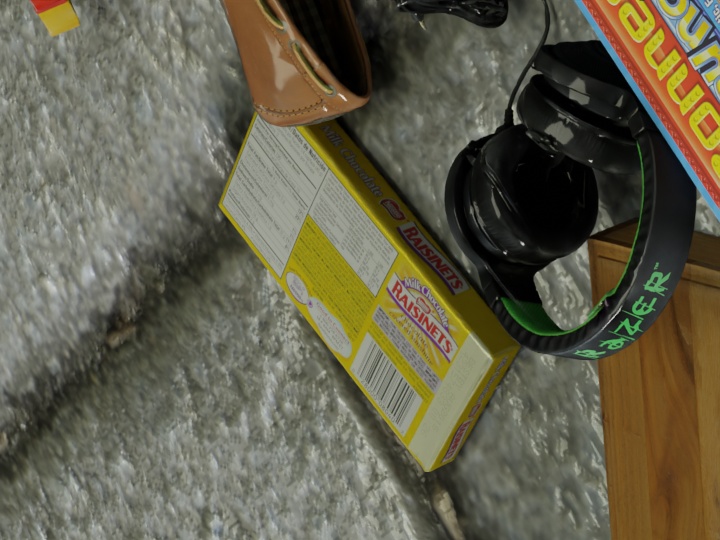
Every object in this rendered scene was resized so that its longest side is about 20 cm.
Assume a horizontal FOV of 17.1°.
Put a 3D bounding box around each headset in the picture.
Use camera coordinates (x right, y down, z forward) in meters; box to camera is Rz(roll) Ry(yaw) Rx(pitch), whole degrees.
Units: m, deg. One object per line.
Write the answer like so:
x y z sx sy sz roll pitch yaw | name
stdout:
0.075 -0.055 1.052 0.124 0.094 0.200 -52 41 37 | headset

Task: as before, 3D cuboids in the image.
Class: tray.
0.155 0.083 1.086 0.099 0.037 0.200 17 119 48 | tray

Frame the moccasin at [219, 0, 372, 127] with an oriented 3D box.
-0.046 -0.171 1.193 0.078 0.074 0.202 -14 93 45 | moccasin

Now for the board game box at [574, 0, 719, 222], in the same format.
0.168 -0.138 0.939 0.200 0.056 0.196 58 143 15 | board game box

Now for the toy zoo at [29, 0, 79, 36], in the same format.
-0.197 -0.206 1.336 0.200 0.020 0.131 84 163 -83 | toy zoo

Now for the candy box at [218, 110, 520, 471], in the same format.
0.000 0.000 1.257 0.200 0.026 0.102 52 139 23 | candy box
